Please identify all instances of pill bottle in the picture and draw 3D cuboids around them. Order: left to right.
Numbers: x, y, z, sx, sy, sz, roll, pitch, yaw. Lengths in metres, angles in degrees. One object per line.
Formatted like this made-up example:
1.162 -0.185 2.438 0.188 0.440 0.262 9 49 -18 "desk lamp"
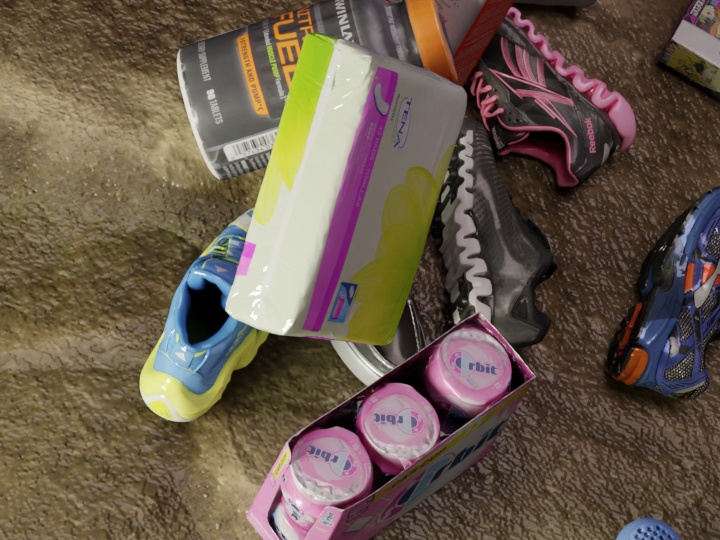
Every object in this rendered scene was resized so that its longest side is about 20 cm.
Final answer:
-0.029 -0.146 1.592 0.198 0.106 0.107 -17 60 5 "pill bottle"

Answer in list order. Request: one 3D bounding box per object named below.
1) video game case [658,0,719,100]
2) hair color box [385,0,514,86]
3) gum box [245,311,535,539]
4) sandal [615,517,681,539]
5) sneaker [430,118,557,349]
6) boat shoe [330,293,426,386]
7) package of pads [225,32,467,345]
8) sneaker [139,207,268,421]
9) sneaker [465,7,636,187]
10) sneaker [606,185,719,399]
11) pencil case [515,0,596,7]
0.375 -0.206 1.859 0.180 0.036 0.201 32 53 3 "video game case"
0.057 -0.212 1.650 0.102 0.201 0.061 45 44 13 "hair color box"
0.017 0.125 1.470 0.199 0.114 0.066 -32 71 -32 "gum box"
0.224 0.259 1.470 0.079 0.087 0.201 -3 57 -18 "sandal"
0.105 -0.023 1.632 0.090 0.067 0.202 7 60 -18 "sneaker"
0.000 0.000 1.583 0.068 0.057 0.201 -12 62 -25 "boat shoe"
-0.005 -0.051 1.477 0.068 0.202 0.154 20 5 29 "package of pads"
-0.087 0.013 1.515 0.075 0.105 0.201 26 54 -1 "sneaker"
0.123 -0.141 1.716 0.199 0.079 0.096 37 65 9 "sneaker"
0.257 0.020 1.656 0.078 0.075 0.201 32 61 -7 "sneaker"
0.111 -0.272 1.781 0.198 0.091 0.084 5 56 -17 "pencil case"
